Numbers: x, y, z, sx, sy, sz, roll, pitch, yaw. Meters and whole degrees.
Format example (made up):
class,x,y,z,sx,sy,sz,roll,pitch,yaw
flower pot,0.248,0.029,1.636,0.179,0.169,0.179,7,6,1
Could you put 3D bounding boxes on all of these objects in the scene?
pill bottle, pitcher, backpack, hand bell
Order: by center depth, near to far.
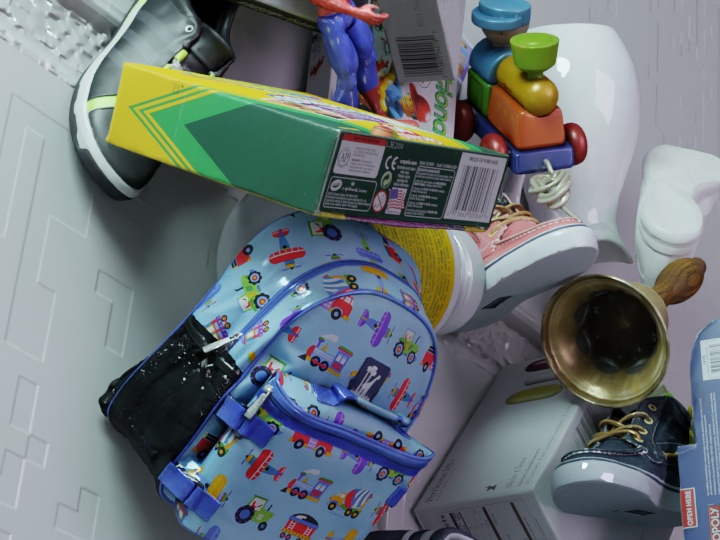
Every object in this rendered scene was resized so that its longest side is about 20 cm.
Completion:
class,x,y,z,sx,sy,sz,roll,pitch,yaw
backpack,-0.032,0.072,1.231,0.182,0.200,0.135,34,9,-43
pill bottle,0.000,0.000,1.395,0.200,0.112,0.113,6,72,-52
hand bell,0.228,0.025,1.538,0.200,0.104,0.105,-31,102,-56
pitcher,0.168,-0.108,1.667,0.171,0.121,0.201,6,82,-57

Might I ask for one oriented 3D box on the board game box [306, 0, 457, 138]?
class,x,y,z,sx,sy,sz,roll,pitch,yaw
board game box,0.019,-0.155,1.522,0.126,0.035,0.201,27,52,-32

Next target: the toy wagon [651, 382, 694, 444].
class,x,y,z,sx,sy,sz,roll,pitch,yaw
toy wagon,0.240,0.107,1.651,0.156,0.039,0.200,60,-2,-18

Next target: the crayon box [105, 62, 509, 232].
class,x,y,z,sx,sy,sz,roll,pitch,yaw
crayon box,-0.031,-0.078,1.248,0.200,0.172,0.059,3,105,-56

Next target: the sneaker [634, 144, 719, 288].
class,x,y,z,sx,sy,sz,roll,pitch,yaw
sneaker,0.268,-0.041,1.706,0.200,0.075,0.089,-54,158,-58

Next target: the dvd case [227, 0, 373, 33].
class,x,y,z,sx,sy,sz,roll,pitch,yaw
dvd case,-0.051,-0.249,1.352,0.200,0.025,0.151,10,80,-56

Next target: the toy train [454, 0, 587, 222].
class,x,y,z,sx,sy,sz,roll,pitch,yaw
toy train,0.136,-0.130,1.511,0.084,0.200,0.116,-9,119,-17

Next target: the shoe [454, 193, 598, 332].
class,x,y,z,sx,sy,sz,roll,pitch,yaw
shoe,0.108,-0.024,1.495,0.071,0.200,0.092,-3,73,-26

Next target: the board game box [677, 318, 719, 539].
class,x,y,z,sx,sy,sz,roll,pitch,yaw
board game box,0.297,0.163,1.512,0.200,0.061,0.201,43,41,-58

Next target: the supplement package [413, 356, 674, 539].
class,x,y,z,sx,sy,sz,roll,pitch,yaw
supplement package,0.155,0.180,1.538,0.156,0.110,0.200,61,37,-19

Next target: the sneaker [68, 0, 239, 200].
class,x,y,z,sx,sy,sz,roll,pitch,yaw
sneaker,-0.128,-0.137,1.299,0.072,0.083,0.201,45,44,-34

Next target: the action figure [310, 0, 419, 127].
class,x,y,z,sx,sy,sz,roll,pitch,yaw
action figure,0.009,-0.169,1.337,0.065,0.099,0.201,-57,132,-42

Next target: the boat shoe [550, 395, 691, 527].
class,x,y,z,sx,sy,sz,roll,pitch,yaw
boat shoe,0.195,0.135,1.460,0.200,0.071,0.091,24,58,-57

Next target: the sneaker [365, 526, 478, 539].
class,x,y,z,sx,sy,sz,roll,pitch,yaw
sneaker,0.068,0.266,1.386,0.201,0.108,0.070,62,37,-16

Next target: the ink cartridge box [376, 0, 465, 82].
class,x,y,z,sx,sy,sz,roll,pitch,yaw
ink cartridge box,0.052,-0.254,1.506,0.109,0.050,0.201,73,20,-51

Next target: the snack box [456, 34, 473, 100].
class,x,y,z,sx,sy,sz,roll,pitch,yaw
snack box,0.049,-0.130,1.590,0.072,0.024,0.201,47,43,-31
